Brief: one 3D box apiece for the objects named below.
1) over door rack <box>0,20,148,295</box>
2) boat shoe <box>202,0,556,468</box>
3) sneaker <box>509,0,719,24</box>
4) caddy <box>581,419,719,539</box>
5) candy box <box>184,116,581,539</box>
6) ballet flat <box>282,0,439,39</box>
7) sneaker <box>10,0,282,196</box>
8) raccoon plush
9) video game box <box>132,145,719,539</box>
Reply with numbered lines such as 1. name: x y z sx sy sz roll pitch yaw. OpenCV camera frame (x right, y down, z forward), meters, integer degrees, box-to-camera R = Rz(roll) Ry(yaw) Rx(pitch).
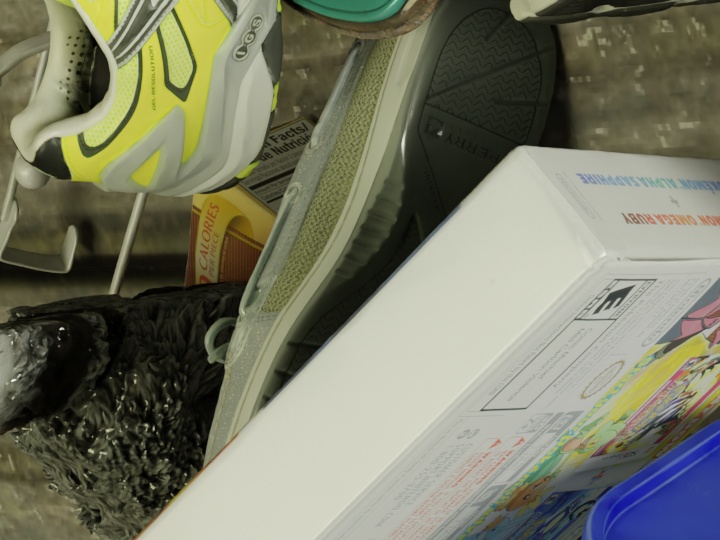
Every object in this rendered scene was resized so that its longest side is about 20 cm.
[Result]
1. over door rack: -0.116 -0.049 1.098 0.148 0.066 0.201 -122 32 -52
2. boat shoe: -0.001 -0.001 0.953 0.065 0.074 0.203 12 80 56
3. sneaker: 0.082 -0.119 0.808 0.200 0.080 0.084 116 147 -81
4. caddy: 0.131 0.118 0.813 0.141 0.200 0.105 20 114 27
5. candy box: 0.018 0.048 1.033 0.200 0.056 0.117 39 137 35
6. ballet flat: -0.015 -0.126 0.968 0.200 0.067 0.068 36 113 45
7. sneaker: -0.061 -0.112 0.905 0.075 0.076 0.201 33 124 48
8. raccoon plush: -0.090 0.078 0.990 0.096 0.200 0.135 -3 94 39
9. video game box: 0.035 0.046 0.845 0.200 0.182 0.047 -46 66 23
